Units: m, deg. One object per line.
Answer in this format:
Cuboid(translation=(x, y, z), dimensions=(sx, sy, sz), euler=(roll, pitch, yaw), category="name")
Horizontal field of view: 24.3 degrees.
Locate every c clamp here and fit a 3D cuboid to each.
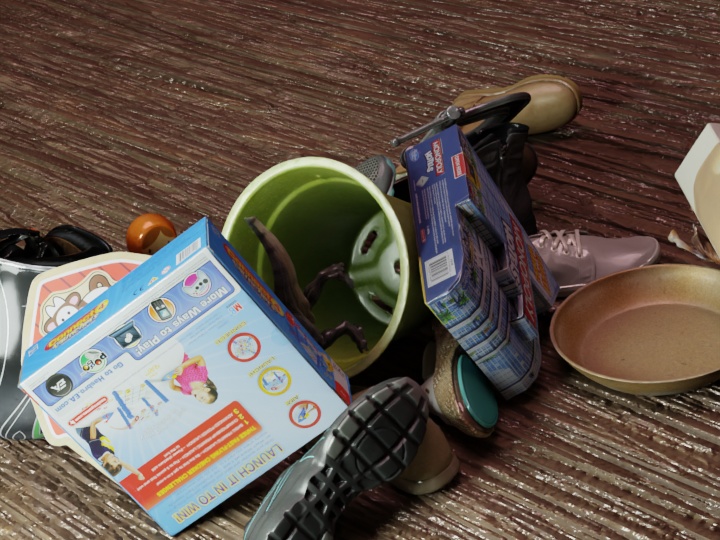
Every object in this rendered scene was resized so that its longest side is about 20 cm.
Cuboid(translation=(0.092, -0.144, 1.734), dimensions=(0.169, 0.027, 0.200), euler=(-23, -7, -11), category="c clamp")

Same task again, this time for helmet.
Cuboid(translation=(-0.310, 0.064, 1.558), dimensions=(0.197, 0.193, 0.200), euler=(8, 15, -2), category="helmet")

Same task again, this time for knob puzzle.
Cuboid(translation=(-0.208, 0.072, 1.458), dimensions=(0.217, 0.222, 0.030), euler=(-18, -2, -12), category="knob puzzle")

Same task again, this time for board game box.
Cuboid(translation=(-0.142, 0.091, 1.378), dimensions=(0.199, 0.196, 0.056), euler=(-35, 26, 12), category="board game box")
Cuboid(translation=(0.122, 0.006, 1.523), dimensions=(0.061, 0.200, 0.201), euler=(-26, 41, 19), category="board game box")

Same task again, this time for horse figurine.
Cuboid(translation=(0.381, -0.033, 1.607), dimensions=(0.132, 0.050, 0.199), euler=(32, 35, 22), category="horse figurine")

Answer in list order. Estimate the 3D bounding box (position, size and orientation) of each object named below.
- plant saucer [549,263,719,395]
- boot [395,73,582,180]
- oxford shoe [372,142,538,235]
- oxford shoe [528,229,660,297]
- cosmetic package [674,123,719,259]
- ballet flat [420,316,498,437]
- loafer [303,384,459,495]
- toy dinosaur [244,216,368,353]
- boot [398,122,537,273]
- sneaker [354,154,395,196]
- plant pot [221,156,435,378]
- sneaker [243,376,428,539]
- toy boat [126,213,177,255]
Cuboid(translation=(0.272, 0.059, 1.516), dimensions=(0.198, 0.036, 0.201), euler=(-9, 28, 5), category="plant saucer")
Cuboid(translation=(0.146, -0.144, 1.896), dimensions=(0.174, 0.067, 0.200), euler=(-9, 26, 31), category="boot")
Cuboid(translation=(0.101, -0.085, 1.771), dimensions=(0.198, 0.073, 0.084), euler=(-24, 0, -6), category="oxford shoe")
Cuboid(translation=(0.197, -0.012, 1.649), dimensions=(0.197, 0.058, 0.075), euler=(-8, 27, 3), category="oxford shoe")
Cuboid(translation=(0.376, -0.038, 1.511), dimensions=(0.104, 0.071, 0.201), euler=(1, 47, -27), category="cosmetic package")
Cuboid(translation=(0.086, 0.097, 1.507), dimensions=(0.065, 0.071, 0.201), euler=(-31, 20, 20), category="ballet flat")
Cuboid(translation=(0.006, 0.129, 1.457), dimensions=(0.199, 0.068, 0.076), euler=(18, 40, 41), category="loafer")
Cuboid(translation=(-0.044, 0.040, 1.420), dimensions=(0.087, 0.202, 0.047), euler=(-14, 28, -18), category="toy dinosaur")
Cuboid(translation=(0.100, -0.066, 1.698), dimensions=(0.069, 0.133, 0.199), euler=(16, 39, 39), category="boot")
Cuboid(translation=(-0.053, -0.059, 1.719), dimensions=(0.199, 0.091, 0.078), euler=(-39, 35, 3), category="sneaker")
Cuboid(translation=(0.000, 0.000, 1.557), dimensions=(0.198, 0.203, 0.189), euler=(7, 4, 29), category="plant pot")
Cuboid(translation=(-0.027, 0.162, 1.361), dimensions=(0.200, 0.075, 0.079), euler=(-47, 22, -10), category="sneaker")
Cuboid(translation=(-0.199, 0.004, 1.684), dimensions=(0.198, 0.132, 0.131), euler=(6, 33, 28), category="toy boat")
